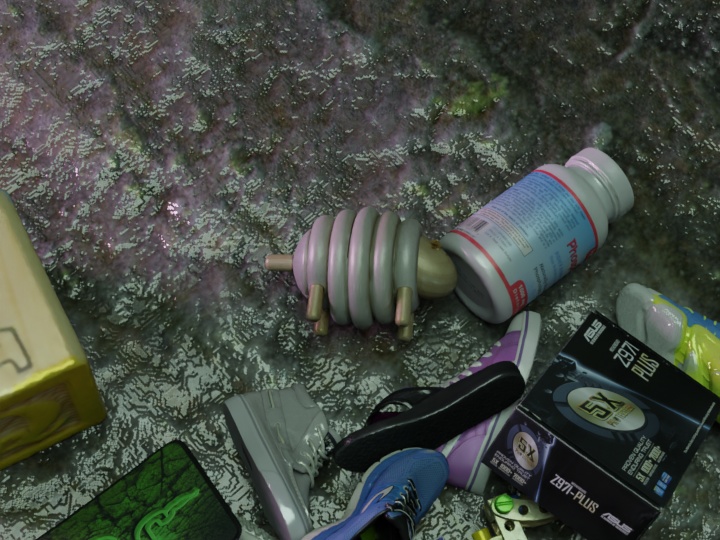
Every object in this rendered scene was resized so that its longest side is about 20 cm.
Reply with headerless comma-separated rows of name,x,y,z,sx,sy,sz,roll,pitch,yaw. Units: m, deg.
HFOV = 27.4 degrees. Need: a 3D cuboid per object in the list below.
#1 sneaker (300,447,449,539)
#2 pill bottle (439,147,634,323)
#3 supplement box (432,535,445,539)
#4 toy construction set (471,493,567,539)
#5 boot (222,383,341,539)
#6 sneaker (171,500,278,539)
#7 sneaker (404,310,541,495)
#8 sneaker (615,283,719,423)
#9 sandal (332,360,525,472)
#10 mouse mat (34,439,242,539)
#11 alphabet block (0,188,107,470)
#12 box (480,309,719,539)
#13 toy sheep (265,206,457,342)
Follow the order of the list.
sneaker,0.028,0.237,1.363,0.200,0.089,0.079,-43,114,-38
pill bottle,0.187,-0.041,1.547,0.200,0.109,0.109,-36,75,-16
supplement box,0.081,0.367,1.379,0.103,0.101,0.200,-28,72,-14
toy construction set,0.184,0.282,1.432,0.131,0.092,0.200,-21,60,-12
boot,-0.061,0.180,1.430,0.095,0.074,0.200,-16,42,-14
sneaker,-0.114,0.295,1.413,0.200,0.070,0.100,25,85,14
sneaker,0.108,0.115,1.500,0.114,0.073,0.201,22,68,8
sneaker,0.359,0.083,1.541,0.105,0.076,0.200,-19,59,-41
sandal,0.063,0.139,1.440,0.200,0.075,0.048,-24,50,-6
mouse mat,-0.221,0.260,1.396,0.200,0.008,0.161,-37,43,-7
alphabet block,-0.378,0.074,1.419,0.196,0.195,0.200,-26,71,-11
box,0.240,0.155,1.438,0.164,0.086,0.200,36,40,11
toy sheep,0.000,0.000,1.510,0.200,0.138,0.138,5,68,5
